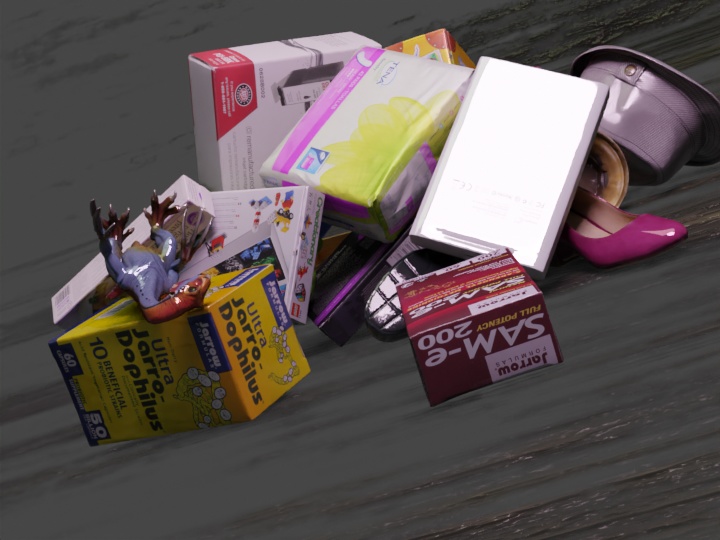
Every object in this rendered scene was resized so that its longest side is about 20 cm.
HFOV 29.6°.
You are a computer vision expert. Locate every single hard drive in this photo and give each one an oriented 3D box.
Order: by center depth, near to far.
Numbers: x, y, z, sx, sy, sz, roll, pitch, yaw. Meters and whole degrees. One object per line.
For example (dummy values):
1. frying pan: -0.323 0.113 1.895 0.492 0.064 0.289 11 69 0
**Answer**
1. hard drive: 0.141 -0.099 1.272 0.130 0.202 0.027 16 -21 18

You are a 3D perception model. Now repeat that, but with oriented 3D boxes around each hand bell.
1. hand bell: 0.230 -0.093 1.527 0.103 0.105 0.200 -20 -3 -2

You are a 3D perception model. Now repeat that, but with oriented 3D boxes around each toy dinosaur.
1. toy dinosaur: -0.177 0.005 1.202 0.104 0.202 0.183 -8 45 -11

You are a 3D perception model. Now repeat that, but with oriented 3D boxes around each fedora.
1. fedora: 0.296 -0.154 1.486 0.091 0.199 0.177 -50 -23 -16

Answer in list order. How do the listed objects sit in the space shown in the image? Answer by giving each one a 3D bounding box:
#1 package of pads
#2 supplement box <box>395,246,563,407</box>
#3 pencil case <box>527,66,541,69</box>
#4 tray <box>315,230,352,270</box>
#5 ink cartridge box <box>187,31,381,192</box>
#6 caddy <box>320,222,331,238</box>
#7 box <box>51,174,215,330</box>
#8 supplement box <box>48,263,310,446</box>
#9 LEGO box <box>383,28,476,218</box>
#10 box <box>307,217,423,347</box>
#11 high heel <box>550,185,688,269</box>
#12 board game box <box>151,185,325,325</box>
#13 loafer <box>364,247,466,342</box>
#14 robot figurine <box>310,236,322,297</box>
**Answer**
1. package of pads: 0.018 -0.130 1.349 0.153 0.069 0.201 18 60 34
2. supplement box: 0.090 0.040 1.099 0.108 0.062 0.200 -19 11 1
3. pencil case: 0.212 -0.167 1.594 0.090 0.094 0.200 29 -5 24
4. tray: -0.058 0.000 1.657 0.098 0.037 0.200 -14 13 29
5. ink cartridge box: -0.076 -0.169 1.471 0.198 0.149 0.083 -13 22 -24
6. caddy: -0.067 -0.104 1.625 0.201 0.105 0.141 -52 7 3
7. box: -0.224 -0.011 1.329 0.200 0.039 0.042 -41 42 19
8. supplement box: -0.165 0.078 1.236 0.198 0.110 0.109 -13 14 33
9. LEGO box: 0.099 -0.136 1.482 0.076 0.203 0.149 -15 -18 18
10. box: 0.000 0.000 1.394 0.143 0.036 0.200 -48 14 -2
11. high heel: 0.214 -0.055 1.251 0.067 0.097 0.199 -26 12 -33
12. board game box: -0.130 -0.013 1.314 0.198 0.128 0.034 -1 -16 35
13. loafer: 0.078 0.014 1.289 0.199 0.073 0.073 -33 -22 -31
14. robot figurine: -0.126 0.015 1.415 0.199 0.115 0.177 -33 36 42
